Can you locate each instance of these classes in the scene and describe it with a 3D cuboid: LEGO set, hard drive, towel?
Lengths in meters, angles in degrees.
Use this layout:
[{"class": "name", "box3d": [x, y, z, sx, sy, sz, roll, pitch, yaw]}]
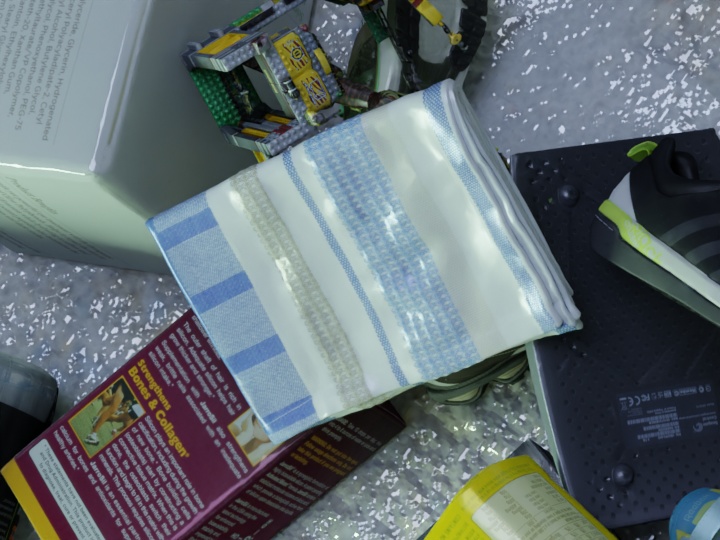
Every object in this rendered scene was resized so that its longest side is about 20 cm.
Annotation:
[{"class": "LEGO set", "box3d": [-0.002, -0.081, 1.240, 0.153, 0.116, 0.201, -23, 103, -13]}, {"class": "hard drive", "box3d": [0.148, 0.032, 1.217, 0.134, 0.042, 0.202, -8, 81, -17]}, {"class": "towel", "box3d": [0.000, 0.000, 1.186, 0.199, 0.024, 0.148, -22, 104, 26]}]

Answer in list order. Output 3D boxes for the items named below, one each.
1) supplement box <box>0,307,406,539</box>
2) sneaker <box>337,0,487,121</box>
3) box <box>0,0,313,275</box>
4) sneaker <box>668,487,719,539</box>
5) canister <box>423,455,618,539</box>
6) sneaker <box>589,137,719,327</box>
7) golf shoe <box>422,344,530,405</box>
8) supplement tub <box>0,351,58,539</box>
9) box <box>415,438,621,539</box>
[{"class": "supplement box", "box3d": [-0.089, 0.101, 1.312, 0.200, 0.086, 0.111, -39, 63, 6]}, {"class": "sneaker", "box3d": [0.015, -0.094, 1.359, 0.088, 0.076, 0.202, 14, 86, 63]}, {"class": "box", "box3d": [-0.156, -0.120, 1.349, 0.170, 0.199, 0.202, 9, 76, 24]}, {"class": "sneaker", "box3d": [0.210, 0.142, 1.103, 0.079, 0.200, 0.131, -40, 74, -24]}, {"class": "canister", "box3d": [0.107, 0.207, 1.132, 0.200, 0.086, 0.149, 43, 112, 23]}, {"class": "sneaker", "box3d": [0.193, -0.010, 1.122, 0.200, 0.072, 0.083, 34, 94, 39]}, {"class": "golf shoe", "box3d": [0.104, -0.003, 1.265, 0.200, 0.094, 0.078, -40, 61, 4]}, {"class": "supplement tub", "box3d": [-0.262, 0.140, 1.351, 0.122, 0.122, 0.202, 12, 77, 25]}, {"class": "box", "box3d": [0.070, 0.216, 1.230, 0.200, 0.049, 0.161, -43, 65, 5]}]
